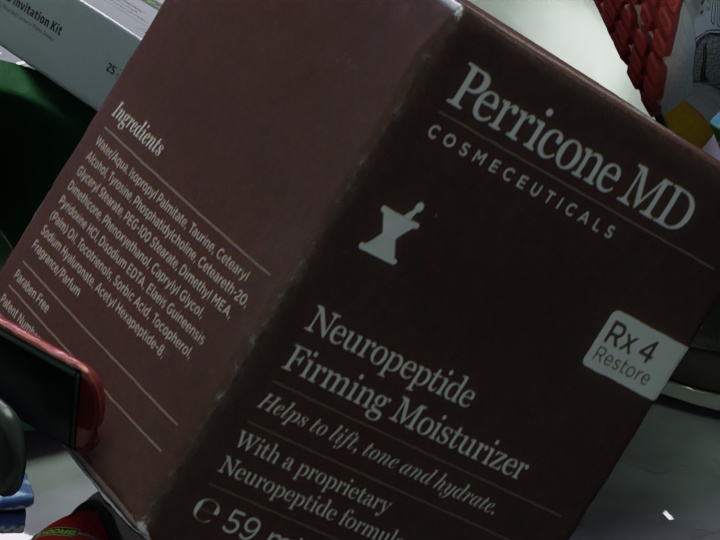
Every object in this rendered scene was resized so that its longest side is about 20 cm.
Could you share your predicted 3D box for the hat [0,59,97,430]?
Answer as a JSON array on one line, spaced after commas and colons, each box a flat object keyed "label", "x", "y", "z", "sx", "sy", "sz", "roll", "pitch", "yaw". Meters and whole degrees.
[{"label": "hat", "x": -0.186, "y": 0.014, "z": 1.174, "sx": 0.165, "sy": 0.176, "sz": 0.201, "roll": -16, "pitch": 70, "yaw": -31}]

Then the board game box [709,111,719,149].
[{"label": "board game box", "x": 0.211, "y": 0.034, "z": 0.948, "sx": 0.037, "sy": 0.200, "sz": 0.151, "roll": -41, "pitch": 42, "yaw": -13}]

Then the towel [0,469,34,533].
[{"label": "towel", "x": -0.197, "y": 0.018, "z": 0.922, "sx": 0.144, "sy": 0.024, "sz": 0.200, "roll": 0, "pitch": 38, "yaw": -20}]

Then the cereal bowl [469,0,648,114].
[{"label": "cereal bowl", "x": 0.059, "y": -0.107, "z": 1.171, "sx": 0.199, "sy": 0.083, "sz": 0.201, "roll": 14, "pitch": 50, "yaw": -18}]

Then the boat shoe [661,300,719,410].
[{"label": "boat shoe", "x": 0.133, "y": 0.013, "z": 1.125, "sx": 0.201, "sy": 0.061, "sz": 0.072, "roll": 10, "pitch": 29, "yaw": 18}]

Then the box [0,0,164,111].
[{"label": "box", "x": -0.065, "y": -0.093, "z": 1.206, "sx": 0.156, "sy": 0.041, "sz": 0.200, "roll": 34, "pitch": 17, "yaw": 35}]

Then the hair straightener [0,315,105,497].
[{"label": "hair straightener", "x": -0.180, "y": 0.015, "z": 0.885, "sx": 0.200, "sy": 0.041, "sz": 0.077, "roll": 33, "pitch": 41, "yaw": 23}]

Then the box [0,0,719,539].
[{"label": "box", "x": 0.000, "y": 0.000, "z": 0.944, "sx": 0.166, "sy": 0.200, "sz": 0.164, "roll": 27, "pitch": 9, "yaw": -36}]

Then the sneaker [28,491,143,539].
[{"label": "sneaker", "x": -0.071, "y": 0.144, "z": 0.894, "sx": 0.085, "sy": 0.077, "sz": 0.200, "roll": -28, "pitch": 29, "yaw": -15}]

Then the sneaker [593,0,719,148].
[{"label": "sneaker", "x": 0.134, "y": -0.103, "z": 1.021, "sx": 0.082, "sy": 0.078, "sz": 0.200, "roll": -25, "pitch": -10, "yaw": 11}]
